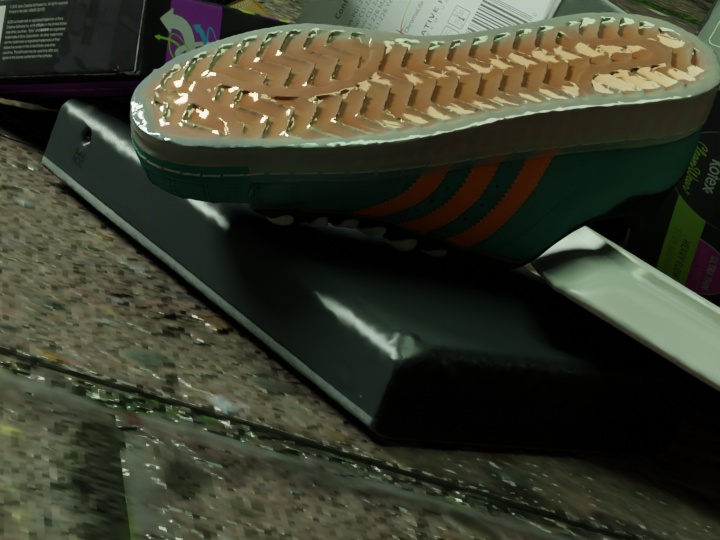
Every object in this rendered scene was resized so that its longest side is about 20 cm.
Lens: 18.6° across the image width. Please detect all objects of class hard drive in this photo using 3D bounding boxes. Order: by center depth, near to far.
[{"bbox_3d":[0.000,0.000,0.752,0.139,0.033,0.200,8,19,-43],"label":"hard drive"}]

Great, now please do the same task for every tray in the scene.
[{"bbox_3d":[0.110,0.015,0.787,0.107,0.022,0.200,32,5,-4],"label":"tray"}]

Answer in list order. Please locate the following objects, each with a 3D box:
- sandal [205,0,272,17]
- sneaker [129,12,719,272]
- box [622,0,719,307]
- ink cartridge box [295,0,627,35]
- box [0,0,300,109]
[{"bbox_3d":[-0.078,-0.105,0.969,0.200,0.055,0.082,20,14,-22],"label":"sandal"},{"bbox_3d":[0.021,-0.033,0.721,0.200,0.080,0.071,-5,40,-19],"label":"sneaker"},{"bbox_3d":[0.216,-0.083,0.955,0.124,0.149,0.200,25,58,13],"label":"box"},{"bbox_3d":[0.071,-0.104,1.061,0.176,0.084,0.200,33,7,38],"label":"ink cartridge box"},{"bbox_3d":[-0.043,-0.072,0.849,0.200,0.036,0.143,10,-4,-41],"label":"box"}]
